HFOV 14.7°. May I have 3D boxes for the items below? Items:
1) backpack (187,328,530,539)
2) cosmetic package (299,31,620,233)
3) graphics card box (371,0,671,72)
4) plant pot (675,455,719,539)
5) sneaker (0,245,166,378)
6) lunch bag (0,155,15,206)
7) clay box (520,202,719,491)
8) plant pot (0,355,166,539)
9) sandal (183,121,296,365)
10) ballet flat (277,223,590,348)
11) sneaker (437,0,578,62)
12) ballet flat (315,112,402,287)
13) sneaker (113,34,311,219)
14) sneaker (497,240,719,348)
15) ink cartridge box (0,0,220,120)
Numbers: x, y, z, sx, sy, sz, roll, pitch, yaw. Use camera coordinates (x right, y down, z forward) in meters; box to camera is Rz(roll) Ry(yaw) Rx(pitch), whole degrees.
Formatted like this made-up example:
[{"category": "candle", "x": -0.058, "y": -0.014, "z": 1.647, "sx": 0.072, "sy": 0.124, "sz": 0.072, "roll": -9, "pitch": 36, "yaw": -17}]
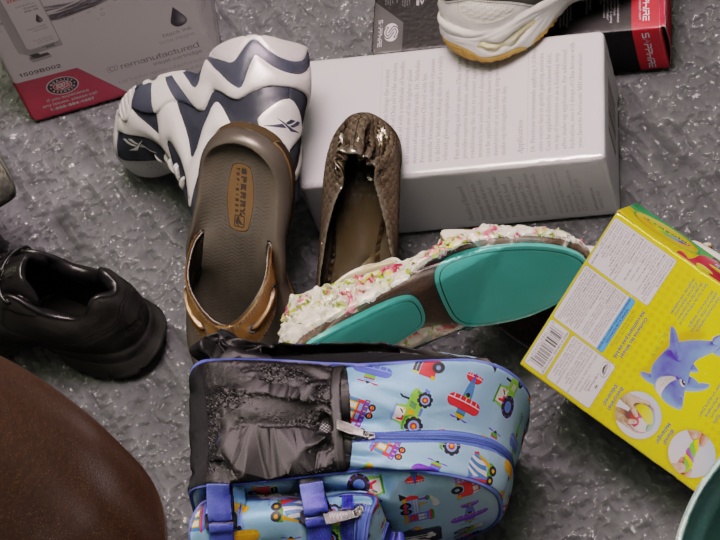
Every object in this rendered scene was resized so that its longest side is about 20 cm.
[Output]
[{"category": "backpack", "x": 0.002, "y": 0.121, "z": 1.648, "sx": 0.200, "sy": 0.183, "sz": 0.135, "roll": -2, "pitch": 65, "yaw": 0}, {"category": "cosmetic package", "x": 0.066, "y": -0.086, "z": 1.821, "sx": 0.200, "sy": 0.071, "sz": 0.102, "roll": -4, "pitch": 58, "yaw": 12}, {"category": "graphics card box", "x": 0.110, "y": -0.190, "z": 1.889, "sx": 0.200, "sy": 0.051, "sz": 0.126, "roll": -5, "pitch": 57, "yaw": 11}, {"category": "plant pot", "x": 0.287, "y": 0.182, "z": 1.535, "sx": 0.200, "sy": 0.134, "sz": 0.201, "roll": -13, "pitch": 61, "yaw": 24}, {"category": "sneaker", "x": -0.229, "y": 0.018, "z": 1.823, "sx": 0.200, "sy": 0.091, "sz": 0.076, "roll": -1, "pitch": 60, "yaw": 16}, {"category": "lunch bag", "x": -0.350, "y": -0.065, "z": 1.853, "sx": 0.168, "sy": 0.139, "sz": 0.200, "roll": -40, "pitch": 33, "yaw": -16}, {"category": "clay box", "x": 0.208, "y": 0.064, "z": 1.645, "sx": 0.200, "sy": 0.048, "sz": 0.115, "roll": 36, "pitch": 110, "yaw": 13}, {"category": "plant pot", "x": -0.233, "y": 0.128, "z": 1.684, "sx": 0.187, "sy": 0.200, "sz": 0.187, "roll": -7, "pitch": 57, "yaw": 10}, {"category": "sandal", "x": -0.074, "y": 0.008, "z": 1.734, "sx": 0.082, "sy": 0.200, "sz": 0.055, "roll": 10, "pitch": 25, "yaw": 15}, {"category": "ballet flat", "x": 0.040, "y": 0.008, "z": 1.703, "sx": 0.200, "sy": 0.076, "sz": 0.064, "roll": -18, "pitch": 38, "yaw": -1}, {"category": "sneaker", "x": 0.130, "y": -0.217, "z": 1.807, "sx": 0.200, "sy": 0.088, "sz": 0.076, "roll": -39, "pitch": 46, "yaw": -24}, {"category": "ballet flat", "x": 0.000, "y": 0.000, "z": 1.753, "sx": 0.067, "sy": 0.046, "sz": 0.200, "roll": 2, "pitch": 87, "yaw": 12}, {"category": "sneaker", "x": -0.099, "y": -0.061, "z": 1.814, "sx": 0.199, "sy": 0.079, "sz": 0.130, "roll": -21, "pitch": 63, "yaw": 46}, {"category": "sneaker", "x": 0.172, "y": 0.017, "z": 1.741, "sx": 0.200, "sy": 0.073, "sz": 0.085, "roll": 11, "pitch": 29, "yaw": 29}, {"category": "ink cartridge box", "x": -0.191, "y": -0.206, "z": 1.890, "sx": 0.146, "sy": 0.200, "sz": 0.083, "roll": -15, "pitch": 55, "yaw": 6}]
